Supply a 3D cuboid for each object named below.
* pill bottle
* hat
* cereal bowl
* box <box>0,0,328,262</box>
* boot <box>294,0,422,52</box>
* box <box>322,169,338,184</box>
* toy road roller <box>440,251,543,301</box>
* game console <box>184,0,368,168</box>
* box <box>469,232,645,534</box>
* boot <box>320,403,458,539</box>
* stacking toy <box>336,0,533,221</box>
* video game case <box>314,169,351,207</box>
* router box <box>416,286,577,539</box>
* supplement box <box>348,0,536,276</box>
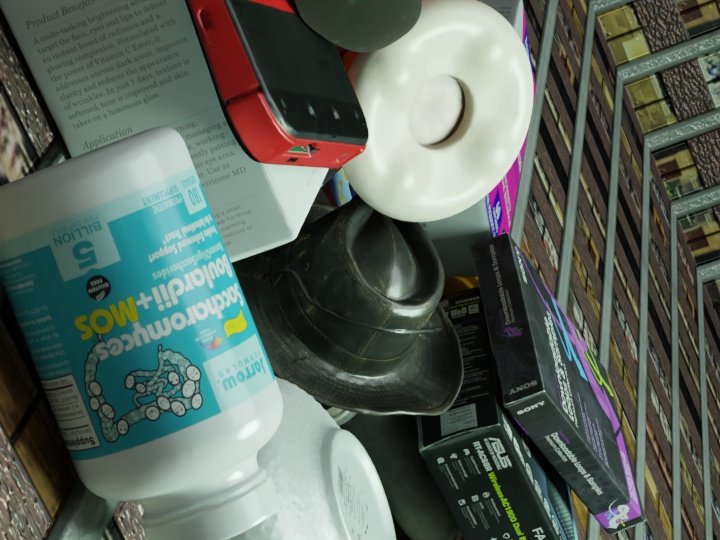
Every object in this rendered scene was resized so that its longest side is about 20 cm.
[{"bbox_3d":[-0.107,0.038,1.081,0.111,0.110,0.201,-42,112,-73],"label":"pill bottle"},{"bbox_3d":[0.000,0.000,1.395,0.200,0.081,0.201,21,34,-15],"label":"hat"},{"bbox_3d":[-0.034,0.150,1.253,0.200,0.083,0.201,-18,90,-74],"label":"cereal bowl"},{"bbox_3d":[-0.109,-0.115,1.262,0.152,0.106,0.201,-68,136,-67],"label":"box"},{"bbox_3d":[-0.028,-0.200,1.244,0.200,0.073,0.076,44,16,-49],"label":"boot"},{"bbox_3d":[-0.049,-0.141,1.567,0.143,0.036,0.200,62,19,-8],"label":"box"},{"bbox_3d":[0.084,0.089,1.672,0.146,0.123,0.201,-21,88,-62],"label":"toy road roller"},{"bbox_3d":[-0.058,-0.144,1.230,0.178,0.031,0.200,67,14,5],"label":"game console"},{"bbox_3d":[0.142,0.083,1.556,0.200,0.036,0.143,48,24,-47],"label":"box"},{"bbox_3d":[0.011,0.117,1.497,0.182,0.072,0.201,-78,152,-58],"label":"boot"},{"bbox_3d":[0.006,-0.126,1.429,0.200,0.146,0.146,31,-23,53],"label":"stacking toy"},{"bbox_3d":[-0.024,-0.104,1.706,0.201,0.017,0.143,-93,158,-44],"label":"video game case"},{"bbox_3d":[0.098,0.135,1.551,0.150,0.062,0.200,-95,162,-52],"label":"router box"},{"bbox_3d":[0.064,-0.101,1.607,0.101,0.103,0.201,75,20,-47],"label":"supplement box"}]
